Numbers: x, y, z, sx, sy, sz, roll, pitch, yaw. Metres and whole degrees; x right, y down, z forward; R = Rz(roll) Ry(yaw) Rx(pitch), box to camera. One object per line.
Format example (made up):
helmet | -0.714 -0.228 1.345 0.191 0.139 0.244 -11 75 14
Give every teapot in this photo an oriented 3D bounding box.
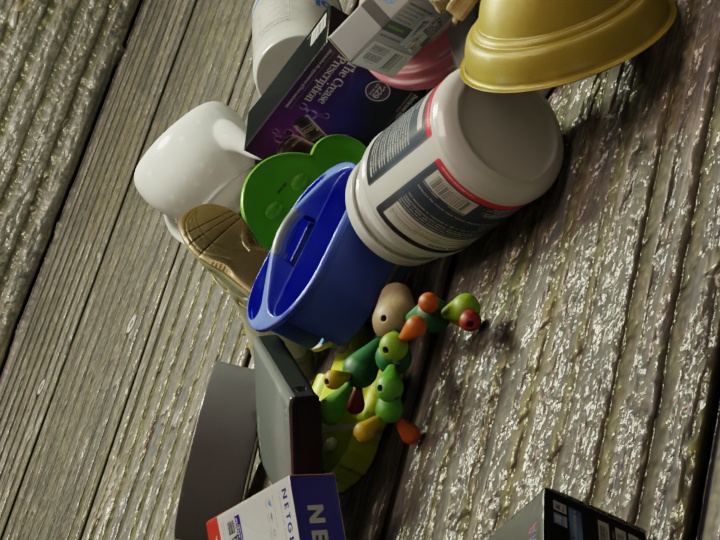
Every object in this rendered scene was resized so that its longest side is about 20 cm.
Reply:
teapot | -0.223 -0.136 2.486 0.197 0.146 0.200 -43 -6 -1

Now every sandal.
sandal | 0.090 -0.286 1.647 0.078 0.070 0.212 -51 3 11

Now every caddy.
caddy | -0.042 -0.015 1.741 0.141 0.105 0.200 -10 50 58

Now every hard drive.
hard drive | -0.072 0.158 1.691 0.200 0.033 0.140 -132 38 -71

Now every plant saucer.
plant saucer | 0.073 -0.301 1.915 0.200 0.051 0.201 -15 62 30

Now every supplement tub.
supplement tub | 0.086 -0.096 1.629 0.200 0.140 0.140 -36 34 53
supplement tub | -0.083 -0.309 2.340 0.132 0.132 0.200 -54 23 26

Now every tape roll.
tape roll | -0.150 0.203 1.876 0.200 0.066 0.200 -167 90 -89

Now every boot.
boot | -0.128 0.024 1.942 0.072 0.155 0.200 -36 52 -19

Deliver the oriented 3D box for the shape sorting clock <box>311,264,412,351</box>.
shape sorting clock | 0.000 0.000 1.828 0.200 0.039 0.200 -46 16 17

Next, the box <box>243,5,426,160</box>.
box | -0.030 -0.200 2.056 0.200 0.141 0.079 -49 27 38

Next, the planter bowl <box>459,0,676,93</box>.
planter bowl | 0.172 -0.240 1.511 0.200 0.084 0.200 -17 26 8

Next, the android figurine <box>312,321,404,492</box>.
android figurine | -0.011 0.142 1.742 0.182 0.041 0.200 -14 51 65

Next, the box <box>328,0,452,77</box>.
box | 0.070 -0.290 1.777 0.200 0.041 0.156 -44 -11 14

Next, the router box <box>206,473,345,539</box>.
router box | -0.069 0.303 1.561 0.179 0.049 0.200 -37 58 53

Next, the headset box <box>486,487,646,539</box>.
headset box | 0.108 0.282 1.182 0.200 0.093 0.174 -49 24 39

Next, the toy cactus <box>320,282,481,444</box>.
toy cactus | 0.042 0.071 1.618 0.200 0.102 0.165 -49 19 27

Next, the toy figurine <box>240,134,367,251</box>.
toy figurine | -0.082 -0.052 2.062 0.200 0.150 0.184 -52 1 -31

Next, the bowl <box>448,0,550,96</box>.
bowl | 0.159 -0.256 1.742 0.200 0.075 0.200 -55 20 23
